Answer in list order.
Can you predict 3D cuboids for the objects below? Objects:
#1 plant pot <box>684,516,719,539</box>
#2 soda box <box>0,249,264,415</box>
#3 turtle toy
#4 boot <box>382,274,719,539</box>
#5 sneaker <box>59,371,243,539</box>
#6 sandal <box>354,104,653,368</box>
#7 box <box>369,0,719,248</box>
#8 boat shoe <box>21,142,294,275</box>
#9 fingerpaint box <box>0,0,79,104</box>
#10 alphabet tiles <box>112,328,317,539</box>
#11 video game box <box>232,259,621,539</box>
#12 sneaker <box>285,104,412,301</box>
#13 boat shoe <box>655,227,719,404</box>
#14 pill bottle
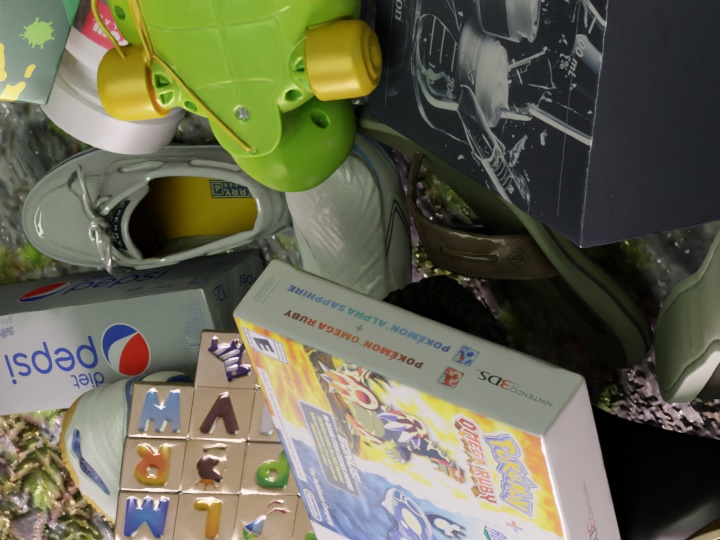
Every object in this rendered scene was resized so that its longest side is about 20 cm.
[{"bbox_3d":[0.231,0.163,1.170,0.186,0.200,0.187,9,112,24],"label":"plant pot"},{"bbox_3d":[-0.147,0.038,1.485,0.199,0.068,0.064,-8,106,31],"label":"soda box"},{"bbox_3d":[-0.054,-0.124,1.249,0.145,0.101,0.201,-4,118,18],"label":"turtle toy"},{"bbox_3d":[0.102,0.080,1.309,0.211,0.080,0.158,-2,131,44],"label":"boot"},{"bbox_3d":[-0.083,0.143,1.437,0.088,0.075,0.200,-23,115,35],"label":"sneaker"},{"bbox_3d":[0.069,-0.012,1.313,0.201,0.080,0.057,45,81,-12],"label":"sandal"},{"bbox_3d":[0.098,-0.141,1.180,0.182,0.104,0.201,34,128,49],"label":"box"},{"bbox_3d":[-0.125,-0.029,1.432,0.201,0.086,0.075,-2,105,32],"label":"boat shoe"},{"bbox_3d":[-0.200,-0.213,1.344,0.200,0.073,0.167,61,138,46],"label":"fingerpaint box"},{"bbox_3d":[-0.050,0.123,1.400,0.166,0.006,0.201,3,116,-14],"label":"alphabet tiles"},{"bbox_3d":[0.040,0.098,1.278,0.182,0.047,0.200,18,147,29],"label":"video game box"},{"bbox_3d":[0.000,0.000,1.397,0.072,0.073,0.201,9,128,18],"label":"sneaker"},{"bbox_3d":[0.198,0.017,1.237,0.060,0.201,0.072,2,73,-10],"label":"boat shoe"},{"bbox_3d":[-0.103,-0.165,1.352,0.111,0.111,0.200,33,122,13],"label":"pill bottle"}]
